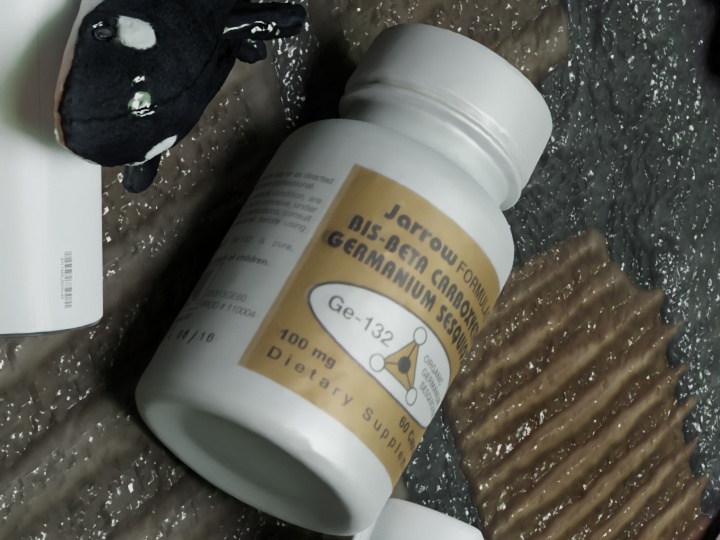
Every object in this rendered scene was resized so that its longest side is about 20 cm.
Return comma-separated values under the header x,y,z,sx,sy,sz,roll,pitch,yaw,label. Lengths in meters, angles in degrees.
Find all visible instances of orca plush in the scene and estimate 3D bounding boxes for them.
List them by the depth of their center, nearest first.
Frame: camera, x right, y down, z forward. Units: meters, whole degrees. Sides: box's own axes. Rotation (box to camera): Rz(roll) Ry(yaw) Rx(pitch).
x,y,z,sx,sy,sz,roll,pitch,yaw,label
-0.053,-0.082,0.867,0.200,0.071,0.106,-29,120,-79,orca plush

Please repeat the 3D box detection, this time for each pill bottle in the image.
x,y,z,sx,sy,sz,roll,pitch,yaw,label
0.000,0.000,0.975,0.114,0.114,0.200,49,62,-40,pill bottle

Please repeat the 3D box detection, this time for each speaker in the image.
x,y,z,sx,sy,sz,roll,pitch,yaw,label
-0.135,-0.080,0.841,0.081,0.081,0.201,-8,101,-46,speaker

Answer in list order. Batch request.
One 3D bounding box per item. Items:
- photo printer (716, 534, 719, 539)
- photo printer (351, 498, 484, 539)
x,y,z,sx,sy,sz,roll,pitch,yaw,label
0.265,0.184,1.310,0.200,0.069,0.167,-51,130,-28,photo printer
0.005,0.213,1.007,0.166,0.069,0.200,67,44,-69,photo printer
